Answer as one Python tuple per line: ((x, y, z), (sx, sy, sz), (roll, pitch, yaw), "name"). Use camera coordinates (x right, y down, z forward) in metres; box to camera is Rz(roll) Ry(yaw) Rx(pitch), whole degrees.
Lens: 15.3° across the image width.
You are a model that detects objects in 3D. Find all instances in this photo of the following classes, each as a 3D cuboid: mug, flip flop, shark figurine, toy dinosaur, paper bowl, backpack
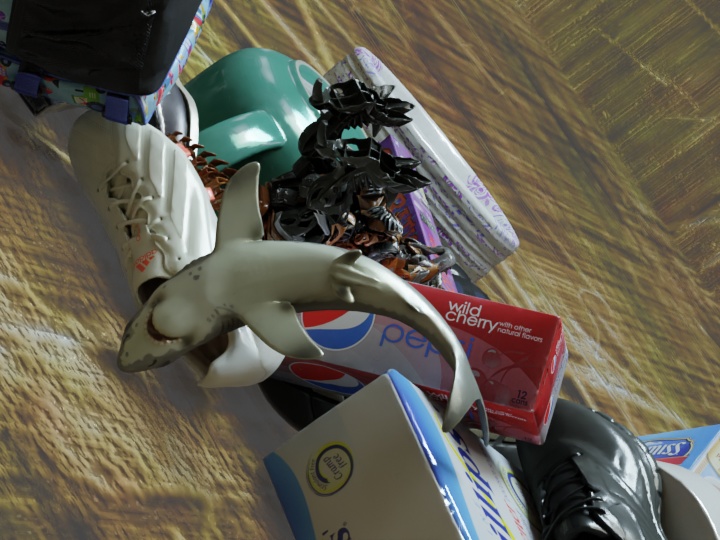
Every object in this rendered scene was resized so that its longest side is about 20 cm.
((-0.059, -0.066, 1.779), (0.152, 0.114, 0.185), (49, 13, -21), "mug")
((0.025, 0.084, 1.686), (0.199, 0.082, 0.058), (17, -13, -11), "flip flop")
((-0.020, 0.022, 1.507), (0.213, 0.129, 0.090), (12, -16, -2), "shark figurine")
((-0.024, -0.038, 1.644), (0.199, 0.136, 0.102), (7, 41, -42), "toy dinosaur")
((0.024, -0.067, 2.078), (0.201, 0.104, 0.201), (51, 7, -9), "paper bowl")
((-0.189, -0.193, 1.566), (0.199, 0.135, 0.183), (14, 41, 2), "backpack")

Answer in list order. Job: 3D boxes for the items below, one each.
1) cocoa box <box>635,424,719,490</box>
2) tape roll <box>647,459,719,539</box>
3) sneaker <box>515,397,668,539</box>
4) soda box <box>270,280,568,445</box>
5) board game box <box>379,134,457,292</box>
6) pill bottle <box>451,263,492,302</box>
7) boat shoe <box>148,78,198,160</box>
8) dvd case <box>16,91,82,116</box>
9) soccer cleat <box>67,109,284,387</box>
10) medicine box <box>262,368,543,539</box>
((0.210, 0.223, 1.787), (0.131, 0.133, 0.201), (-44, 111, -39), "cocoa box")
((0.159, 0.214, 1.646), (0.037, 0.203, 0.203), (14, 38, -42), "tape roll")
((0.140, 0.147, 1.588), (0.091, 0.076, 0.200), (26, 25, -45), "sneaker")
((0.021, 0.044, 1.611), (0.199, 0.064, 0.070), (13, -18, 13), "soda box")
((0.000, 0.000, 1.811), (0.032, 0.120, 0.200), (46, 14, -30), "board game box")
((0.048, 0.069, 1.820), (0.112, 0.112, 0.200), (48, 14, -23), "pill bottle")
((-0.149, -0.116, 1.678), (0.063, 0.073, 0.201), (21, 47, -38), "boat shoe")
((-0.216, -0.166, 1.704), (0.149, 0.016, 0.200), (54, 13, 1), "dvd case")
((-0.116, -0.016, 1.567), (0.077, 0.069, 0.200), (-17, 63, -50), "soccer cleat")
((0.058, 0.187, 1.569), (0.200, 0.103, 0.183), (40, 18, -48), "medicine box")
